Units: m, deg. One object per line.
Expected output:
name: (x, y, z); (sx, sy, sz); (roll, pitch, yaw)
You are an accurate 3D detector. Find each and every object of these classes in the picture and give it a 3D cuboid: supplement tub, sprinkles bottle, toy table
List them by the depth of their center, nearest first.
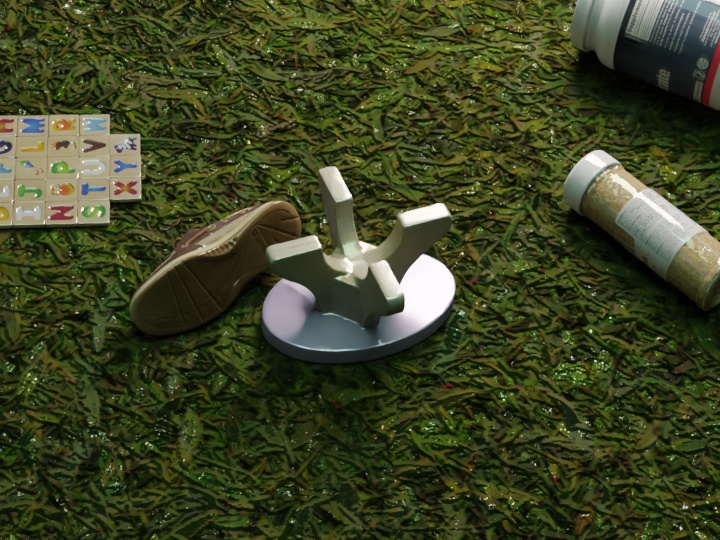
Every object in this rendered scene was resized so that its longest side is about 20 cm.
toy table: (0.000, 0.000, 1.616); (0.199, 0.118, 0.184); (-24, 53, -23)
sprinkles bottle: (0.299, -0.043, 1.713); (0.068, 0.069, 0.200); (-31, 57, -29)
supplement tub: (0.352, -0.278, 1.886); (0.199, 0.141, 0.141); (24, 50, 17)

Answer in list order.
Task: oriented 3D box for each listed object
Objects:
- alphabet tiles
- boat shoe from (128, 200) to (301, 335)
alphabet tiles: (-0.331, -0.107, 1.759); (0.198, 0.006, 0.167); (-2, 48, -6)
boat shoe: (-0.152, -0.007, 1.653); (0.200, 0.072, 0.072); (-39, 29, -21)
